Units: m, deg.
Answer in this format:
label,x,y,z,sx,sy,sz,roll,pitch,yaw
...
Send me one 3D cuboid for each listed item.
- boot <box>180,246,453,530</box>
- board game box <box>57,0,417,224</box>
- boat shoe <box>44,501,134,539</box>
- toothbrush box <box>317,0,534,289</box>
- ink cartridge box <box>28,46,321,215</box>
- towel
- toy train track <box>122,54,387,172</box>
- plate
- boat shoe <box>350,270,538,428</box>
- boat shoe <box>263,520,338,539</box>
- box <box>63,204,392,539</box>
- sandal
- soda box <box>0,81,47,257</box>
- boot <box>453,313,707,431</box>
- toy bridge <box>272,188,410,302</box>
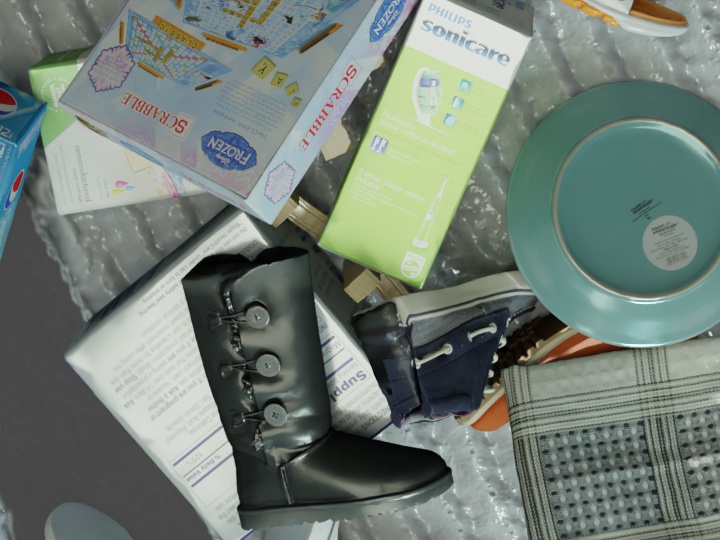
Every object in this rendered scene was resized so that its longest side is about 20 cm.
label,x,y,z,sx,sy,sz,roll,pitch,yaw
boot,-0.030,0.078,1.495,0.164,0.066,0.201,-10,99,5
board game box,-0.086,-0.157,1.444,0.200,0.041,0.200,28,81,36
boat shoe,-0.187,0.275,1.666,0.200,0.070,0.066,43,131,0
toothbrush box,0.050,-0.106,1.498,0.086,0.146,0.201,24,106,-1
ink cartridge box,-0.137,-0.117,1.552,0.199,0.067,0.118,-9,103,8
towel,0.214,0.149,1.503,0.199,0.035,0.194,-6,70,-7
toy train track,-0.076,-0.120,1.497,0.199,0.033,0.115,-23,95,0
plate,0.207,-0.044,1.523,0.199,0.026,0.201,0,81,-3
boat shoe,0.075,0.059,1.515,0.074,0.199,0.093,-22,83,42
boat shoe,-0.046,0.260,1.653,0.070,0.071,0.201,13,103,-27
box,-0.087,0.070,1.579,0.184,0.105,0.200,-38,98,13
sandal,0.149,-0.229,1.491,0.206,0.079,0.059,24,109,1
soda box,-0.298,-0.049,1.552,0.068,0.064,0.201,24,127,0
boot,0.168,0.077,1.576,0.200,0.075,0.107,-37,103,12
toy bridge,0.000,0.000,1.569,0.027,0.067,0.200,-42,106,15
